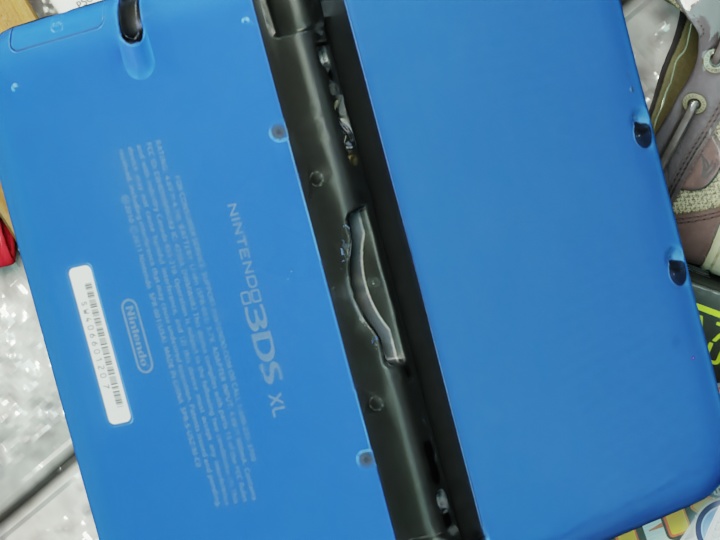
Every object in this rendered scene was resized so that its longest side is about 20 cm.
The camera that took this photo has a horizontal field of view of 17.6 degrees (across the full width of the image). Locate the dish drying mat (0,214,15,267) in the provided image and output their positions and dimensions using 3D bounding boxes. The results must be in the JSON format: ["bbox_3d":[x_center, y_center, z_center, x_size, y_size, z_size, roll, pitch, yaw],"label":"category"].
[{"bbox_3d":[-0.231,-0.022,0.872,0.200,0.018,0.077,-9,103,8],"label":"dish drying mat"}]

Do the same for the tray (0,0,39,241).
[{"bbox_3d":[-0.138,-0.088,0.784,0.037,0.099,0.200,-34,111,-13],"label":"tray"}]

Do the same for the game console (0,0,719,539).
[{"bbox_3d":[0.000,0.000,0.725,0.170,0.118,0.200,-13,94,26],"label":"game console"}]

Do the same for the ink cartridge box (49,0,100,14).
[{"bbox_3d":[-0.088,-0.147,0.776,0.068,0.116,0.200,-32,98,11],"label":"ink cartridge box"}]

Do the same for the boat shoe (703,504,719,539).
[{"bbox_3d":[0.137,0.129,0.728,0.072,0.062,0.200,16,77,33],"label":"boat shoe"}]

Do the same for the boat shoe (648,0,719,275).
[{"bbox_3d":[0.128,-0.095,0.789,0.065,0.072,0.200,10,110,-1],"label":"boat shoe"}]

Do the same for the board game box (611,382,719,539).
[{"bbox_3d":[0.075,0.120,0.768,0.200,0.034,0.136,-16,97,-5],"label":"board game box"}]

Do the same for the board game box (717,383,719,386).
[{"bbox_3d":[0.053,0.127,0.798,0.200,0.029,0.135,-26,97,-3],"label":"board game box"}]

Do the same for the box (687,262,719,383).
[{"bbox_3d":[0.145,0.108,0.846,0.200,0.048,0.193,20,102,2],"label":"box"}]
